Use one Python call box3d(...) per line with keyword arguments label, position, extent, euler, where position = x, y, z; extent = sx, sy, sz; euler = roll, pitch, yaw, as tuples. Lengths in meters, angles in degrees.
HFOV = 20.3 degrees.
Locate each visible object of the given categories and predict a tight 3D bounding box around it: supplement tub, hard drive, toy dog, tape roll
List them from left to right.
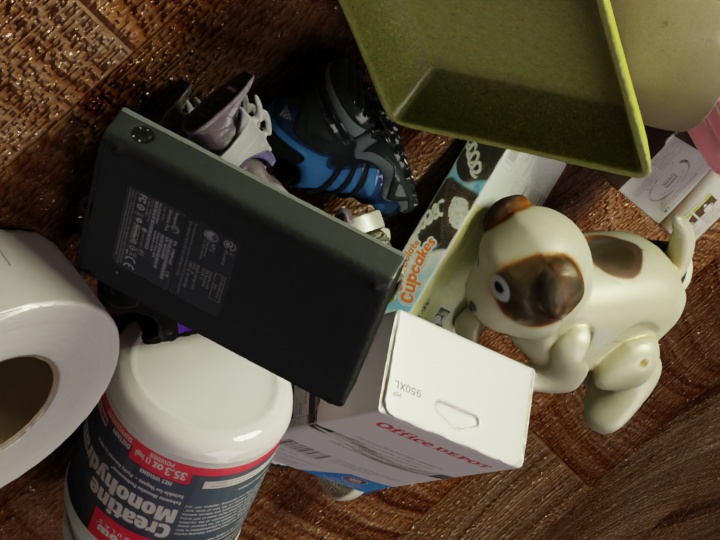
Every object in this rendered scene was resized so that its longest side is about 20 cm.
box3d(label="tape roll", position=(-0.257, 0.068, 1.303), extent=(0.202, 0.071, 0.203), euler=(-31, 153, -18))
box3d(label="supplement tub", position=(-0.141, 0.139, 1.493), extent=(0.140, 0.140, 0.201), euler=(-18, 147, -38))
box3d(label="hard drive", position=(-0.079, -0.004, 1.264), extent=(0.033, 0.199, 0.140), euler=(-58, 173, -40))
box3d(label="toy dog", position=(0.165, 0.021, 1.580), extent=(0.194, 0.140, 0.200), euler=(-37, 144, 23))

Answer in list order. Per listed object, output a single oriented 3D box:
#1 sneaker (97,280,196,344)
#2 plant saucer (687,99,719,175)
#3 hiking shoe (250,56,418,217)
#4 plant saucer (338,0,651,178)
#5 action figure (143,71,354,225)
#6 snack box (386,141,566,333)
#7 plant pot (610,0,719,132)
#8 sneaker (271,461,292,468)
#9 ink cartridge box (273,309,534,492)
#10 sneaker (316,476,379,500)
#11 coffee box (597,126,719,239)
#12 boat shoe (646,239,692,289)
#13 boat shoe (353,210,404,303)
box3d(label="sneaker", position=(-0.114, 0.013, 1.423), extent=(0.099, 0.070, 0.200), euler=(-43, 149, 18))
box3d(label="plant saucer", position=(0.265, -0.151, 1.537), extent=(0.051, 0.202, 0.200), euler=(-23, 159, 18))
box3d(label="hiking shoe", position=(-0.018, -0.086, 1.405), extent=(0.086, 0.075, 0.200), euler=(-20, 155, 9))
box3d(label="plant saucer", position=(0.086, -0.154, 1.273), extent=(0.048, 0.199, 0.200), euler=(-60, 148, -25))
box3d(label="action figure", position=(-0.057, -0.037, 1.303), extent=(0.069, 0.130, 0.200), euler=(-52, 129, -20))
box3d(label="snack box", position=(0.082, -0.021, 1.604), extent=(0.201, 0.037, 0.116), euler=(-59, 153, 2))
box3d(label="plant pot", position=(0.165, -0.200, 1.350), extent=(0.134, 0.201, 0.201), euler=(5, 139, -12))
box3d(label="sneaker", position=(-0.026, 0.101, 1.694), extent=(0.199, 0.073, 0.082), euler=(-23, 132, -40))
box3d(label="ink cartridge box", position=(0.015, 0.105, 1.551), extent=(0.144, 0.085, 0.199), euler=(23, 156, -33))
box3d(label="sneaker", position=(0.045, 0.130, 1.820), extent=(0.200, 0.075, 0.084), euler=(-43, 157, 25))
box3d(label="coffee box", position=(0.232, -0.104, 1.644), extent=(0.080, 0.114, 0.200), euler=(-45, 155, 9))
box3d(label="boat shoe", position=(0.186, 0.012, 1.730), extent=(0.199, 0.072, 0.068), euler=(-10, 159, 25))
box3d(label="boat shoe", position=(-0.003, 0.001, 1.488), extent=(0.072, 0.061, 0.202), euler=(-21, 175, -2))
